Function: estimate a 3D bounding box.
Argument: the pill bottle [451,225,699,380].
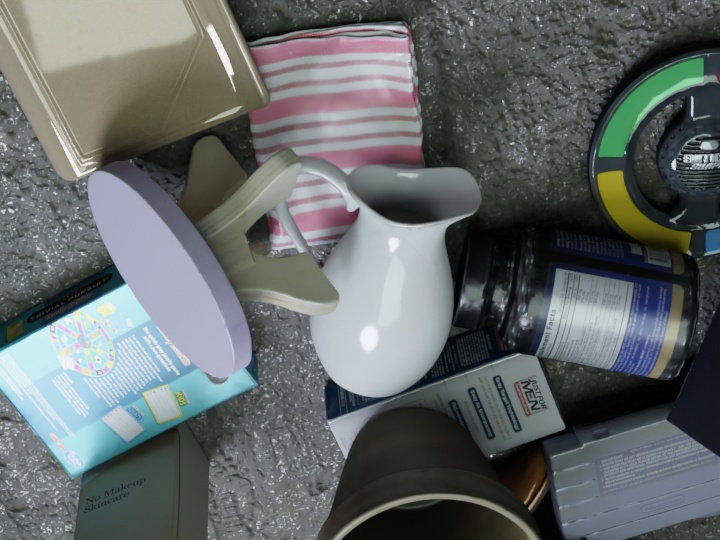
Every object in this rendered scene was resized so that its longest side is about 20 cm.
[{"bbox_3d":[0.183,0.023,1.403,0.199,0.112,0.112,11,120,0],"label":"pill bottle"}]

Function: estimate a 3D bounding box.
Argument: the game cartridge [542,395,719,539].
[{"bbox_3d":[0.272,0.182,1.511,0.199,0.038,0.130,-15,117,-4],"label":"game cartridge"}]

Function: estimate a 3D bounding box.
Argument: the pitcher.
[{"bbox_3d":[0.000,0.000,1.370,0.170,0.122,0.201,15,128,4],"label":"pitcher"}]

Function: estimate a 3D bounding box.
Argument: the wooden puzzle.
[{"bbox_3d":[-0.193,-0.182,1.303,0.199,0.037,0.186,-18,118,13],"label":"wooden puzzle"}]

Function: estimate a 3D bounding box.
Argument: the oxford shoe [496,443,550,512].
[{"bbox_3d":[0.109,0.225,1.554,0.071,0.071,0.200,42,109,-14],"label":"oxford shoe"}]

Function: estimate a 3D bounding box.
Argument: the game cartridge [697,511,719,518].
[{"bbox_3d":[0.350,0.170,1.558,0.199,0.041,0.134,-16,117,5],"label":"game cartridge"}]

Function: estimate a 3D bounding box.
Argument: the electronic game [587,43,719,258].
[{"bbox_3d":[0.292,-0.098,1.388,0.198,0.042,0.201,-2,121,-3],"label":"electronic game"}]

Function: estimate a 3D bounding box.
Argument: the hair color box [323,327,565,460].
[{"bbox_3d":[0.076,0.125,1.493,0.199,0.061,0.100,-20,121,8],"label":"hair color box"}]

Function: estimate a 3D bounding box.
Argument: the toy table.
[{"bbox_3d":[-0.116,-0.022,1.312,0.117,0.201,0.184,-28,170,-29],"label":"toy table"}]

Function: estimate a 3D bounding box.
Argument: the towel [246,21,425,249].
[{"bbox_3d":[-0.018,-0.108,1.365,0.145,0.030,0.201,-7,121,1],"label":"towel"}]

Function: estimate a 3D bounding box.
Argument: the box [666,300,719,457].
[{"bbox_3d":[0.403,0.092,1.429,0.199,0.104,0.183,18,100,-25],"label":"box"}]

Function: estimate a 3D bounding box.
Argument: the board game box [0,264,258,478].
[{"bbox_3d":[-0.214,0.079,1.451,0.199,0.047,0.151,-27,119,11],"label":"board game box"}]

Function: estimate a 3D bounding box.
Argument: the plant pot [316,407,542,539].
[{"bbox_3d":[0.054,0.216,1.409,0.198,0.174,0.201,-2,122,-3],"label":"plant pot"}]

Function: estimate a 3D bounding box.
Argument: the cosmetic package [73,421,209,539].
[{"bbox_3d":[-0.194,0.226,1.452,0.103,0.200,0.073,-22,121,7],"label":"cosmetic package"}]
